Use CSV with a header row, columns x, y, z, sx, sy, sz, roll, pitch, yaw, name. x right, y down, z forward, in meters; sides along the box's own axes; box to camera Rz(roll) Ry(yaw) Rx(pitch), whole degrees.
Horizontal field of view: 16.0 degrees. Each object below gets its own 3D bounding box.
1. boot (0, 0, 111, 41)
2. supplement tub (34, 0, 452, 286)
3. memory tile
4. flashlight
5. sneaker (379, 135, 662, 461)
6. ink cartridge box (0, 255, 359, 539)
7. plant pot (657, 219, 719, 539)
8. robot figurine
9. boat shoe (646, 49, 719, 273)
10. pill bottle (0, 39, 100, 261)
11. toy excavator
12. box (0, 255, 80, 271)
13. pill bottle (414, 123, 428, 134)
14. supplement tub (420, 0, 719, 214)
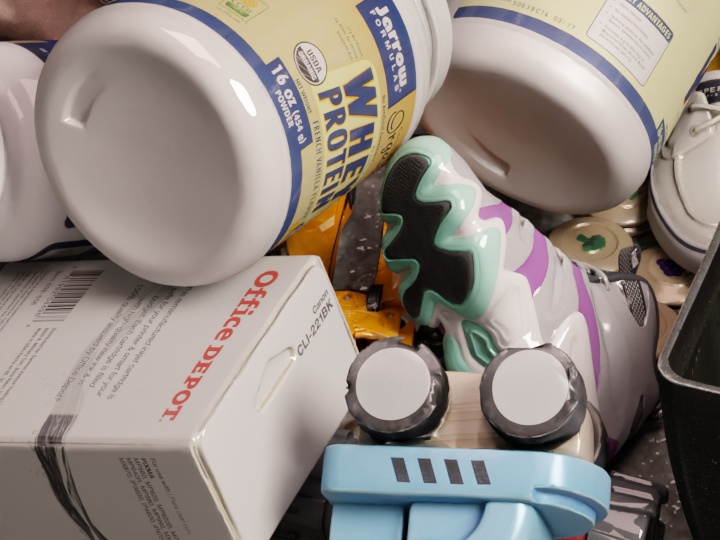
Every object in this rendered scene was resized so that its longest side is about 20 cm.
x,y,z,sx,sy,sz,roll,pitch,yaw,name
-0.200,-0.201,1.498,0.166,0.072,0.200,25,48,-2,boot
-0.053,-0.094,1.288,0.144,0.145,0.200,22,35,23,supplement tub
0.185,-0.012,1.453,0.153,0.017,0.200,18,45,19,memory tile
0.050,0.117,1.277,0.200,0.068,0.068,13,43,14,flashlight
0.097,0.005,1.339,0.140,0.200,0.078,-31,12,-38,sneaker
-0.117,0.067,1.276,0.200,0.084,0.144,-2,37,32,ink cartridge box
0.261,0.071,1.243,0.200,0.178,0.200,14,45,16,plant pot
0.000,0.000,1.412,0.145,0.058,0.200,4,42,6,robot figurine
0.202,-0.081,1.464,0.071,0.070,0.200,4,42,5,boat shoe
-0.162,-0.064,1.356,0.116,0.116,0.200,34,25,32,pill bottle
0.017,0.140,1.190,0.194,0.100,0.200,0,69,13,toy excavator
-0.232,-0.092,1.467,0.158,0.048,0.200,25,37,-22,box
0.021,-0.184,1.573,0.111,0.111,0.200,-13,44,-13,pill bottle
0.131,-0.147,1.430,0.145,0.145,0.200,21,63,22,supplement tub
